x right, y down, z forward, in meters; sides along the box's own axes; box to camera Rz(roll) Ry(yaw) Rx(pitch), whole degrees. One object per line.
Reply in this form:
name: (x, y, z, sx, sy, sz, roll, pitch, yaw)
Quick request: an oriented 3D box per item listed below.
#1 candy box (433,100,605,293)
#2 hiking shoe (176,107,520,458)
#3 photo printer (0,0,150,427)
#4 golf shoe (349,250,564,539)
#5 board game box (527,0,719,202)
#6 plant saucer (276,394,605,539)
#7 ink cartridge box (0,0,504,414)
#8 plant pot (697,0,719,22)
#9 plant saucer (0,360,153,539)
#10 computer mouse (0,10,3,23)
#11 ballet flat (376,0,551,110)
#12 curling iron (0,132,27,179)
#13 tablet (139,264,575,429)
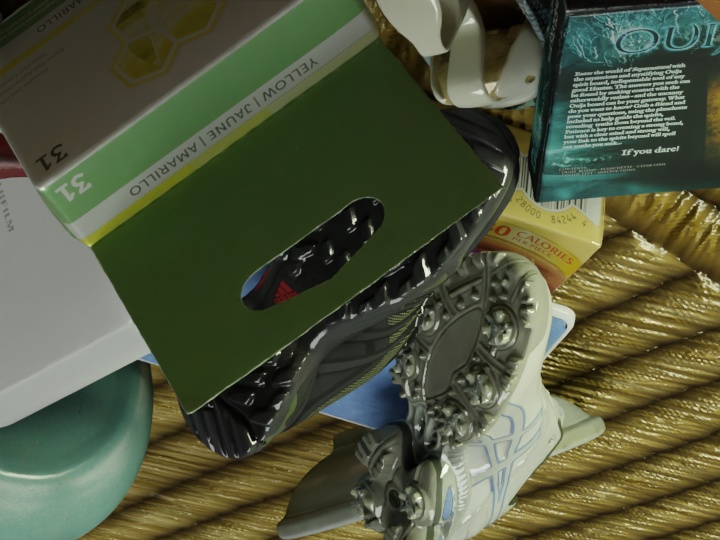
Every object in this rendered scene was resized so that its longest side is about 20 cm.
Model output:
candy box: (0.006, -0.037, 1.009, 0.199, 0.057, 0.117, 16, 150, -17)
hiking shoe: (0.000, 0.000, 0.950, 0.200, 0.076, 0.101, -44, 169, 18)
photo printer: (-0.140, -0.031, 0.951, 0.069, 0.167, 0.200, -9, 169, -43)
golf shoe: (0.064, 0.061, 1.028, 0.097, 0.078, 0.201, -12, 143, -32)
board game box: (0.174, -0.083, 0.866, 0.199, 0.028, 0.136, -4, 148, -4)
plant saucer: (0.040, 0.102, 1.201, 0.199, 0.051, 0.200, -19, 175, -2)
ink cartridge box: (-0.056, -0.060, 0.789, 0.145, 0.200, 0.048, -36, 135, 0)
plant pot: (0.192, -0.128, 0.678, 0.139, 0.201, 0.200, 27, 148, -7)
plant saucer: (-0.182, 0.042, 1.050, 0.199, 0.201, 0.036, 25, 143, -28)
computer mouse: (-0.151, -0.152, 0.743, 0.138, 0.053, 0.200, 18, 144, -37)
ballet flat: (0.038, -0.107, 0.864, 0.074, 0.075, 0.200, -10, 146, 29)
curling iron: (-0.164, -0.045, 0.869, 0.199, 0.050, 0.026, 13, 130, 17)
tablet: (-0.007, 0.029, 1.037, 0.199, 0.014, 0.130, 18, 136, -20)
